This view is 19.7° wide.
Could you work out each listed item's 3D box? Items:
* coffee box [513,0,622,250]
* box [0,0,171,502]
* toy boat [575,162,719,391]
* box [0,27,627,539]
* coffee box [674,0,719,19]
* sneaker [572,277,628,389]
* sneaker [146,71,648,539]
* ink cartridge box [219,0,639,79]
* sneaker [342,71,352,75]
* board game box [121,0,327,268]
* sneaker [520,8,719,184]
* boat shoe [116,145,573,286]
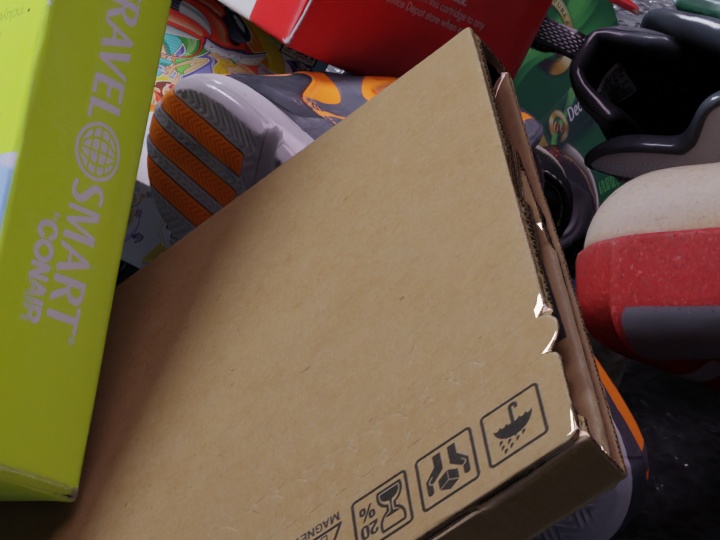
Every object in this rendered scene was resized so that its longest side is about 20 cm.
[{"bbox_3d":[0.057,-0.108,0.866,0.044,0.202,0.123,-11,10,41],"label":"coffee box"},{"bbox_3d":[-0.115,-0.014,0.583,0.047,0.202,0.121,23,-21,-40],"label":"box"},{"bbox_3d":[0.157,0.050,0.656,0.199,0.132,0.130,20,-16,-39],"label":"toy boat"},{"bbox_3d":[-0.033,0.042,0.529,0.021,0.199,0.164,42,23,-32],"label":"box"},{"bbox_3d":[0.209,-0.064,0.834,0.122,0.044,0.200,21,-13,31],"label":"coffee box"},{"bbox_3d":[0.029,0.039,0.690,0.084,0.076,0.200,23,30,22],"label":"sneaker"},{"bbox_3d":[0.034,-0.005,0.629,0.111,0.078,0.200,-16,52,-43],"label":"sneaker"},{"bbox_3d":[-0.012,-0.117,0.728,0.116,0.068,0.200,15,16,-49],"label":"ink cartridge box"},{"bbox_3d":[0.040,-0.081,0.952,0.090,0.067,0.200,24,33,28],"label":"sneaker"},{"bbox_3d":[-0.116,-0.081,0.720,0.199,0.034,0.135,27,36,-4],"label":"board game box"},{"bbox_3d":[0.111,-0.051,0.773,0.139,0.078,0.200,28,-20,-17],"label":"sneaker"},{"bbox_3d":[0.000,-0.002,0.761,0.197,0.075,0.066,-8,20,-22],"label":"boat shoe"}]
